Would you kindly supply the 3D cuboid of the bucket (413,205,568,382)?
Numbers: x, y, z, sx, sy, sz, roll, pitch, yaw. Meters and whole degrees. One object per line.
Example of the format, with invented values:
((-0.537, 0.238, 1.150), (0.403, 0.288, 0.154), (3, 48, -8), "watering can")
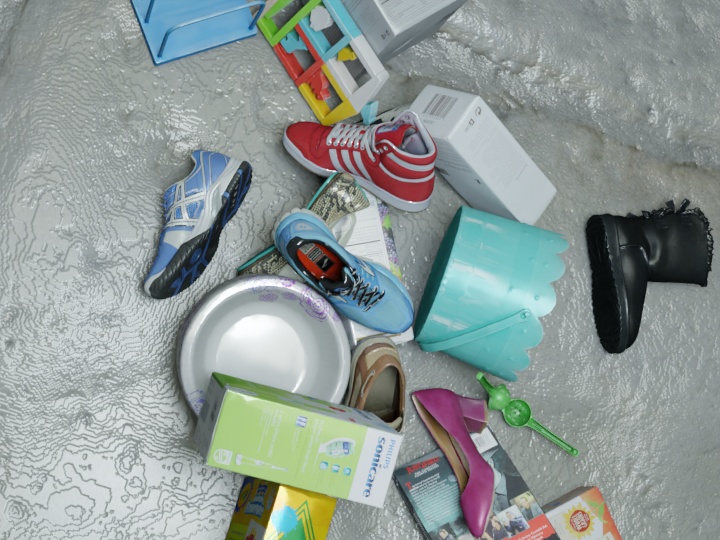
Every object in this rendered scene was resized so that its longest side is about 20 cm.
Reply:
((0.155, 0.026, 1.575), (0.134, 0.207, 0.208), (19, 77, -2), "bucket")

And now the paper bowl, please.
((-0.117, 0.103, 1.523), (0.200, 0.104, 0.202), (-1, 95, -12), "paper bowl")

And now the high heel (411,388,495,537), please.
((0.110, 0.229, 1.564), (0.095, 0.067, 0.201), (9, 53, -10), "high heel")

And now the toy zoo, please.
((-0.043, -0.266, 1.598), (0.020, 0.131, 0.200), (-34, 92, -41), "toy zoo")

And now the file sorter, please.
((-0.214, -0.377, 1.570), (0.138, 0.123, 0.201), (-20, 88, -17), "file sorter")

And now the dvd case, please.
((0.147, 0.302, 1.581), (0.146, 0.022, 0.200), (-24, 65, -17), "dvd case")

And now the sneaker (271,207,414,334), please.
((-0.020, 0.016, 1.482), (0.200, 0.090, 0.078), (36, 103, -18), "sneaker")

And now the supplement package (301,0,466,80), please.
((0.018, -0.377, 1.598), (0.147, 0.191, 0.200), (-33, 92, -19), "supplement package")

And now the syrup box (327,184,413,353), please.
((0.000, 0.000, 1.595), (0.081, 0.079, 0.201), (-11, 85, -17), "syrup box")

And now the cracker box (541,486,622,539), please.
((0.234, 0.374, 1.616), (0.199, 0.058, 0.134), (-24, 87, -18), "cracker box")

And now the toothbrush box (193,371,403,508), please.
((-0.072, 0.183, 1.411), (0.199, 0.146, 0.086), (17, 90, -12), "toothbrush box")

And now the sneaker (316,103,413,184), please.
((0.034, -0.170, 1.627), (0.199, 0.088, 0.074), (-29, 92, -16), "sneaker")

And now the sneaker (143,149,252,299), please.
((-0.208, -0.056, 1.559), (0.077, 0.076, 0.200), (26, 74, 13), "sneaker")

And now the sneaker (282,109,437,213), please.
((0.002, -0.154, 1.537), (0.199, 0.113, 0.071), (25, 53, 9), "sneaker")

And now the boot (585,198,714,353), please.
((0.389, 0.007, 1.710), (0.162, 0.073, 0.199), (-3, 82, -19), "boot")

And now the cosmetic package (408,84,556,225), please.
((0.147, -0.138, 1.599), (0.074, 0.102, 0.200), (-54, 128, -10), "cosmetic package")

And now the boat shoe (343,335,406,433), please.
((0.017, 0.179, 1.542), (0.075, 0.072, 0.201), (-7, 115, -16), "boat shoe")

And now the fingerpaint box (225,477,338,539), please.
((-0.103, 0.324, 1.455), (0.073, 0.200, 0.168), (20, 77, -13), "fingerpaint box")

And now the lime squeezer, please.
((0.190, 0.176, 1.619), (0.038, 0.071, 0.200), (-46, 120, 7), "lime squeezer")

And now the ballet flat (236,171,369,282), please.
((-0.064, -0.032, 1.539), (0.075, 0.068, 0.200), (48, 114, 1), "ballet flat")
